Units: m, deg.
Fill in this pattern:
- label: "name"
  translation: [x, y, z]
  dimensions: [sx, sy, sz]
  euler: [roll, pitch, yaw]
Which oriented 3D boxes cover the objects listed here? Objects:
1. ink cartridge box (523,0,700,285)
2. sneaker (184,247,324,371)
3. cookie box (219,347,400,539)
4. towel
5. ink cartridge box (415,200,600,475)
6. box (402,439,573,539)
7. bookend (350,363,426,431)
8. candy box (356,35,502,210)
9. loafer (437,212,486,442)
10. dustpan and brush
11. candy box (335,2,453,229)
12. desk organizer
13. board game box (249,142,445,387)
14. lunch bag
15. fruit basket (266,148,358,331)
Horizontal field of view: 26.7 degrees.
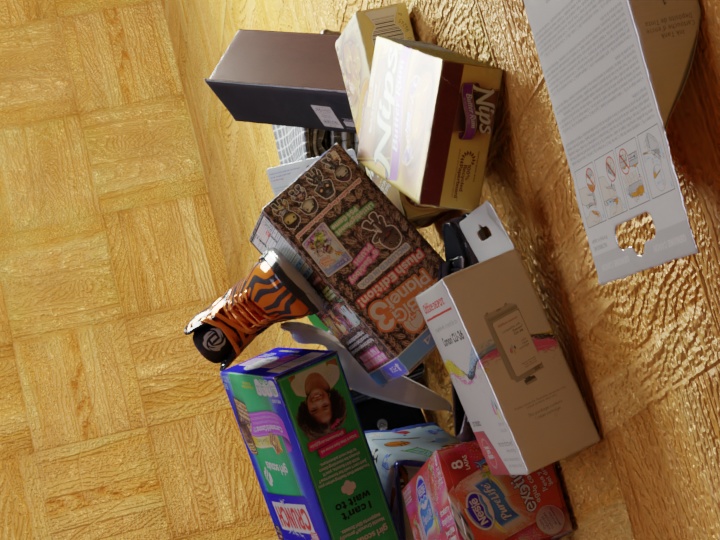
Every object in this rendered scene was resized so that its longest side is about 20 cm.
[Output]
- label: "ink cartridge box"
  translation: [0.159, -0.102, 0.891]
  dimensions: [0.161, 0.050, 0.201]
  euler: [145, 109, -78]
- label: "sneaker"
  translation: [-0.103, 0.045, 1.431]
  dimensions: [0.078, 0.112, 0.200]
  euler: [48, 168, -1]
- label: "cookie box"
  translation: [-0.051, 0.182, 1.486]
  dimensions: [0.171, 0.075, 0.201]
  euler: [-5, 106, 67]
- label: "towel"
  translation: [-0.052, -0.167, 1.773]
  dimensions: [0.166, 0.085, 0.201]
  euler: [163, 95, -78]
- label: "ink cartridge box"
  translation: [0.103, 0.055, 1.184]
  dimensions: [0.116, 0.067, 0.201]
  euler: [136, 111, -78]
- label: "box"
  translation: [0.107, 0.209, 1.331]
  dimensions: [0.200, 0.099, 0.096]
  euler: [110, 146, -71]
- label: "bookend"
  translation: [0.008, 0.234, 1.662]
  dimensions: [0.092, 0.198, 0.201]
  euler: [119, 130, -74]
- label: "candy box"
  translation: [0.053, -0.128, 1.275]
  dimensions: [0.200, 0.056, 0.117]
  euler: [-135, 53, -71]
- label: "loafer"
  translation: [0.094, 0.051, 1.319]
  dimensions: [0.072, 0.063, 0.201]
  euler: [146, 112, -78]
- label: "dustpan and brush"
  translation: [-0.007, 0.087, 1.550]
  dimensions: [0.139, 0.199, 0.058]
  euler: [32, 108, 49]
- label: "candy box"
  translation: [0.032, -0.141, 1.449]
  dimensions: [0.115, 0.055, 0.201]
  euler: [146, 111, -78]
- label: "desk organizer"
  translation: [-0.061, -0.204, 1.622]
  dimensions: [0.199, 0.077, 0.072]
  euler: [10, 152, 37]
- label: "board game box"
  translation: [0.000, 0.000, 1.433]
  dimensions: [0.200, 0.097, 0.159]
  euler: [48, 168, 0]
- label: "lunch bag"
  translation: [0.069, 0.269, 1.534]
  dimensions: [0.170, 0.123, 0.201]
  euler: [-167, 72, -76]
- label: "fruit basket"
  translation: [-0.019, -0.029, 1.656]
  dimensions: [0.185, 0.093, 0.201]
  euler: [-8, 99, 57]
